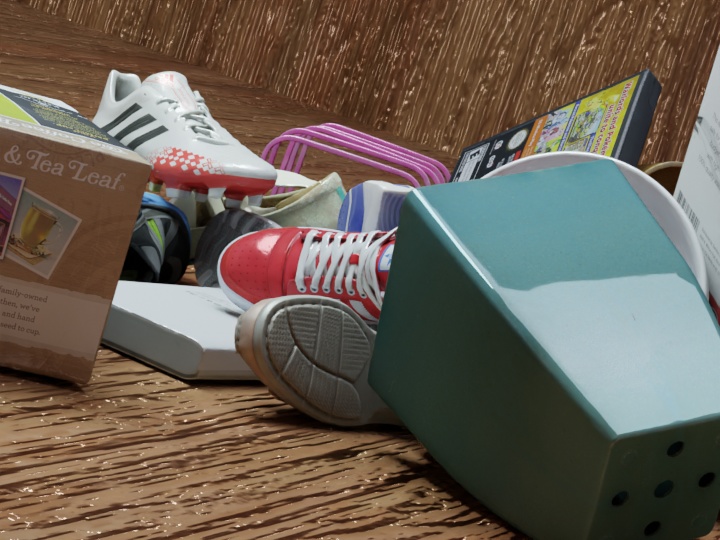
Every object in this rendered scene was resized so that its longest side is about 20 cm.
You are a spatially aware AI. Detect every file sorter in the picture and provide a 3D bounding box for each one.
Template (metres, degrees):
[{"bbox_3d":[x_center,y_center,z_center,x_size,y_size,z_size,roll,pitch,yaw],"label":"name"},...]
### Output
[{"bbox_3d":[-0.012,-0.039,2.083,0.138,0.126,0.200,19,7,6],"label":"file sorter"}]

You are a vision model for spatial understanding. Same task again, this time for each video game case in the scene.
[{"bbox_3d":[0.127,-0.054,1.992,0.026,0.180,0.201,50,38,-23],"label":"video game case"}]

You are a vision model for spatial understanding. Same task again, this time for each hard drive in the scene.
[{"bbox_3d":[-0.099,0.038,1.696,0.131,0.026,0.200,22,9,29],"label":"hard drive"}]

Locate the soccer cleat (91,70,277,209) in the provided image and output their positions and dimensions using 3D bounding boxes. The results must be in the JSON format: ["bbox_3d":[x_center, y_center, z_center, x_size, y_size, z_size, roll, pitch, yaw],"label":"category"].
[{"bbox_3d":[-0.126,-0.094,1.866,0.068,0.086,0.199,10,3,-38],"label":"soccer cleat"}]

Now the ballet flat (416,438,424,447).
[{"bbox_3d":[0.122,0.112,1.590,0.199,0.069,0.067,14,26,10],"label":"ballet flat"}]

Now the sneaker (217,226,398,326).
[{"bbox_3d":[0.000,0.000,1.665,0.199,0.072,0.113,10,-15,11],"label":"sneaker"}]

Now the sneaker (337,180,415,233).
[{"bbox_3d":[0.044,-0.012,1.831,0.199,0.081,0.115,14,2,-43],"label":"sneaker"}]

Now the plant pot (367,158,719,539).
[{"bbox_3d":[0.118,0.060,1.490,0.140,0.142,0.200,-9,41,-26],"label":"plant pot"}]

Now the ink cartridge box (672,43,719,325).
[{"bbox_3d":[0.266,-0.044,1.701,0.082,0.201,0.147,5,30,-17],"label":"ink cartridge box"}]

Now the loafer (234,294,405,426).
[{"bbox_3d":[-0.015,0.060,1.623,0.063,0.072,0.199,2,-11,41],"label":"loafer"}]

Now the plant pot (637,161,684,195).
[{"bbox_3d":[0.160,0.004,2.061,0.199,0.188,0.186,7,-2,43],"label":"plant pot"}]

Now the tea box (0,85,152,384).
[{"bbox_3d":[-0.250,-0.041,1.504,0.199,0.135,0.197,14,7,-23],"label":"tea box"}]

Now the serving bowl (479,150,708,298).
[{"bbox_3d":[0.132,0.027,1.725,0.199,0.201,0.066,21,-10,25],"label":"serving bowl"}]

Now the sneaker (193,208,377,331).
[{"bbox_3d":[-0.031,0.027,1.825,0.199,0.075,0.082,33,5,27],"label":"sneaker"}]

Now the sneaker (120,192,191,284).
[{"bbox_3d":[-0.164,-0.017,1.798,0.070,0.083,0.200,-3,-12,10],"label":"sneaker"}]

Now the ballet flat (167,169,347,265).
[{"bbox_3d":[-0.089,-0.042,1.904,0.199,0.063,0.067,-4,23,30],"label":"ballet flat"}]
